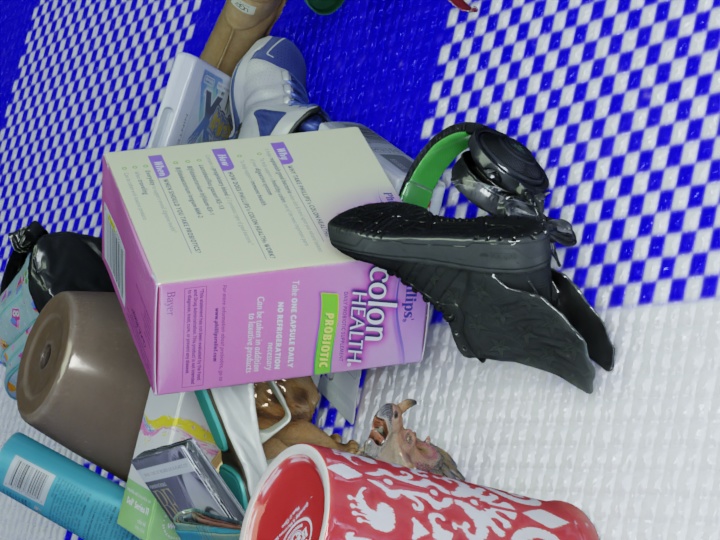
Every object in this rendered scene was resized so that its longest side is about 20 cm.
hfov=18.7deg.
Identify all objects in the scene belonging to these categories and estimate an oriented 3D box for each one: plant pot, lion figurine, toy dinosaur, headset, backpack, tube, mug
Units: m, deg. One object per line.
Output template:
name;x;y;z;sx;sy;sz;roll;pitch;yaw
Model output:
plant pot;-0.187;0.092;1.827;0.200;0.174;0.201;-42;38;44
lion figurine;-0.084;0.145;1.653;0.201;0.122;0.072;-61;21;-2
toy dinosaur;0.009;0.170;1.542;0.136;0.085;0.200;-67;9;-17
headset;0.079;-0.042;1.529;0.200;0.094;0.124;18;89;55
backpack;-0.270;0.043;2.037;0.200;0.166;0.127;-39;46;54
tube;-0.211;0.201;1.801;0.050;0.199;0.078;-50;-16;-49
mug;0.027;0.205;1.354;0.133;0.199;0.178;27;95;61

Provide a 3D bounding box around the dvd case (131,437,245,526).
dvd case;-0.088;0.211;1.567;0.016;0.201;0.149;-35;4;-21

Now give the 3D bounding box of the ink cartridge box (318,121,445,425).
ink cartridge box;0.000;0.000;1.719;0.162;0.050;0.201;-139;54;-60

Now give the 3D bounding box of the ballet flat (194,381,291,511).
ballet flat;-0.076;0.132;1.595;0.069;0.069;0.201;12;119;62

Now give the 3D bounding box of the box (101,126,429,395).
box;-0.071;-0.010;1.562;0.176;0.199;0.097;-120;28;-52

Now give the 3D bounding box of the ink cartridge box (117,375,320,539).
ink cartridge box;-0.106;0.119;1.715;0.067;0.117;0.201;15;92;63

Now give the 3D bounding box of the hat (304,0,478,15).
hat;0.051;-0.278;1.789;0.175;0.166;0.201;8;74;19

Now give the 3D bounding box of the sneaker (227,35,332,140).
sneaker;-0.057;-0.117;1.847;0.115;0.081;0.200;-14;41;29

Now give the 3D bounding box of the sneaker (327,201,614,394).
sneaker;0.069;0.017;1.439;0.199;0.060;0.105;6;117;33

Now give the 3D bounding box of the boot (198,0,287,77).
boot;-0.094;-0.239;1.979;0.175;0.066;0.200;-48;-8;-39

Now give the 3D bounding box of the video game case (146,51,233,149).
video game case;-0.146;-0.083;1.894;0.200;0.022;0.183;20;-93;-75

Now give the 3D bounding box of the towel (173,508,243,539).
towel;-0.047;0.251;1.497;0.022;0.201;0.146;-38;17;-25
